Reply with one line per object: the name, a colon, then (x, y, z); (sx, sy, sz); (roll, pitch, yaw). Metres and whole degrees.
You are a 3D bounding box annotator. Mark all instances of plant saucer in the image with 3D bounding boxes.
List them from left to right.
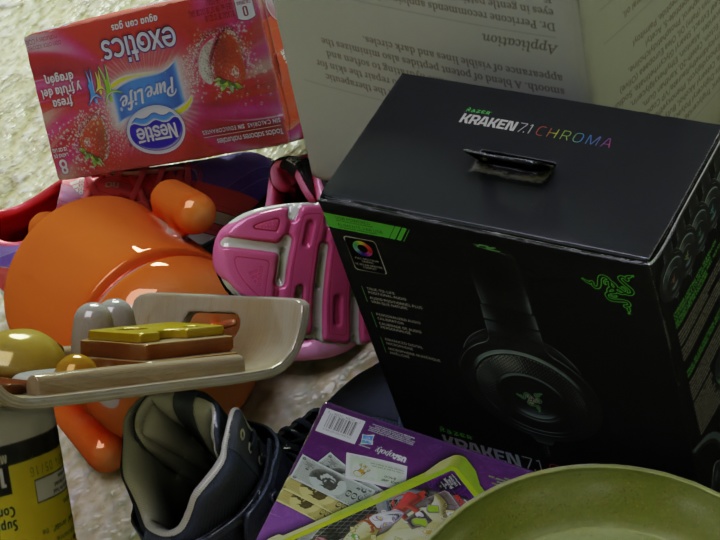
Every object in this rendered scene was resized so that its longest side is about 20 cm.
plant saucer: (0.109, 0.175, 0.951); (0.200, 0.031, 0.200); (0, 51, 0)

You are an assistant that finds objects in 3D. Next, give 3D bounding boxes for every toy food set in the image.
toy food set: (-0.143, 0.026, 1.058); (0.200, 0.060, 0.143); (-5, 4, -42)

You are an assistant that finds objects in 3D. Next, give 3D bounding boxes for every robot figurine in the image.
robot figurine: (-0.130, 0.026, 1.258); (0.144, 0.117, 0.200); (-39, 38, -14)

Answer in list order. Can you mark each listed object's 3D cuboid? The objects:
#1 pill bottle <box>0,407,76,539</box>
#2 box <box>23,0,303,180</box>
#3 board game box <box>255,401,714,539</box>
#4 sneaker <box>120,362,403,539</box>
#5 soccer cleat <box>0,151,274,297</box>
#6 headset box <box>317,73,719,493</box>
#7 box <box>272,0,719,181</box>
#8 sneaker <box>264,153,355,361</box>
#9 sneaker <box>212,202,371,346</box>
pill bottle: (-0.188, 0.163, 1.057); (0.112, 0.200, 0.112); (-9, 5, 1)
box: (-0.093, -0.118, 1.316); (0.200, 0.096, 0.100); (-6, 11, 40)
board game box: (0.052, 0.142, 1.012); (0.200, 0.032, 0.120); (18, 49, 13)
sneaker: (-0.039, 0.087, 1.108); (0.077, 0.146, 0.202); (3, 45, 37)
soccer cleat: (-0.149, -0.037, 1.382); (0.200, 0.073, 0.068); (-20, 37, 12)
headset box: (0.093, 0.008, 1.049); (0.174, 0.200, 0.093); (13, 52, 29)
box: (0.090, -0.145, 1.159); (0.199, 0.171, 0.200); (16, 43, 34)
sneaker: (-0.017, -0.043, 1.288); (0.079, 0.095, 0.200); (-9, 40, 27)
sneaker: (0.000, 0.000, 1.188); (0.200, 0.074, 0.087); (3, 5, -32)
